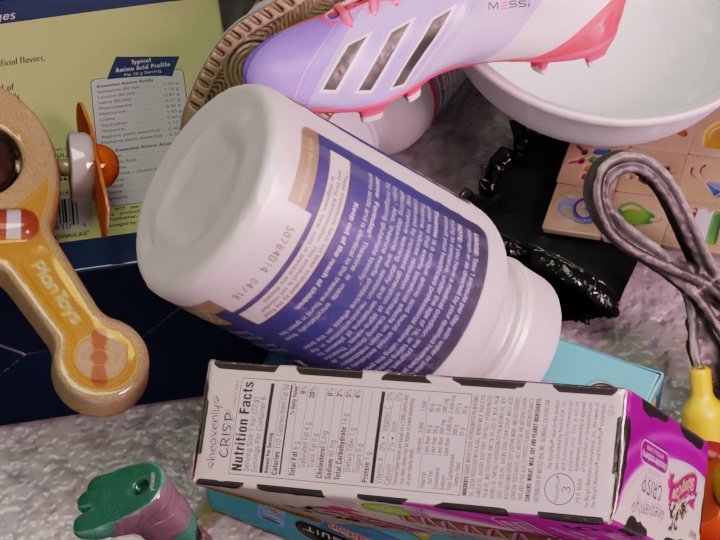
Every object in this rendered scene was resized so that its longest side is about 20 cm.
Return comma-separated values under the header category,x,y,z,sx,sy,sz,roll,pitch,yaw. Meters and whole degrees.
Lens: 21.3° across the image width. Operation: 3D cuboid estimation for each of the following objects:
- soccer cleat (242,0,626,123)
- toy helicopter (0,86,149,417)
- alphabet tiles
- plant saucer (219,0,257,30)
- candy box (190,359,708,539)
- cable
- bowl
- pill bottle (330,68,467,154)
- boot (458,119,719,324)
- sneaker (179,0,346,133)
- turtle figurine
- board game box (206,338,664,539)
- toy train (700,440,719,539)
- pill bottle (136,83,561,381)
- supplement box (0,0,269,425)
category,x,y,z,sx,sy,sz,roll,pitch,yaw
soccer cleat,0.037,-0.127,0.941,0.200,0.077,0.067,-11,40,-13
toy helicopter,-0.160,-0.016,0.937,0.132,0.079,0.200,-27,69,-27
alphabet tiles,0.207,-0.086,1.071,0.167,0.008,0.200,9,53,19
plant saucer,-0.032,-0.210,1.160,0.050,0.200,0.200,36,61,3
candy box,0.043,0.087,0.870,0.200,0.136,0.061,3,77,26
cable,0.188,0.022,0.989,0.097,0.200,0.050,-25,18,-5
bowl,0.131,-0.142,1.055,0.201,0.090,0.201,1,62,-1
pill bottle,0.016,-0.141,1.149,0.109,0.109,0.200,26,60,21
boot,0.162,-0.036,1.087,0.198,0.073,0.163,20,54,25
sneaker,-0.036,-0.134,1.025,0.071,0.112,0.200,40,80,-18
turtle figurine,-0.052,0.176,0.880,0.101,0.200,0.150,-43,42,-8
board game box,0.040,0.091,1.014,0.200,0.047,0.151,20,57,16
toy train,0.182,0.104,0.920,0.200,0.116,0.085,21,53,-11
pill bottle,0.000,0.000,0.933,0.200,0.111,0.111,28,45,-32
supplement box,-0.161,-0.039,1.066,0.200,0.134,0.200,-8,54,-4
